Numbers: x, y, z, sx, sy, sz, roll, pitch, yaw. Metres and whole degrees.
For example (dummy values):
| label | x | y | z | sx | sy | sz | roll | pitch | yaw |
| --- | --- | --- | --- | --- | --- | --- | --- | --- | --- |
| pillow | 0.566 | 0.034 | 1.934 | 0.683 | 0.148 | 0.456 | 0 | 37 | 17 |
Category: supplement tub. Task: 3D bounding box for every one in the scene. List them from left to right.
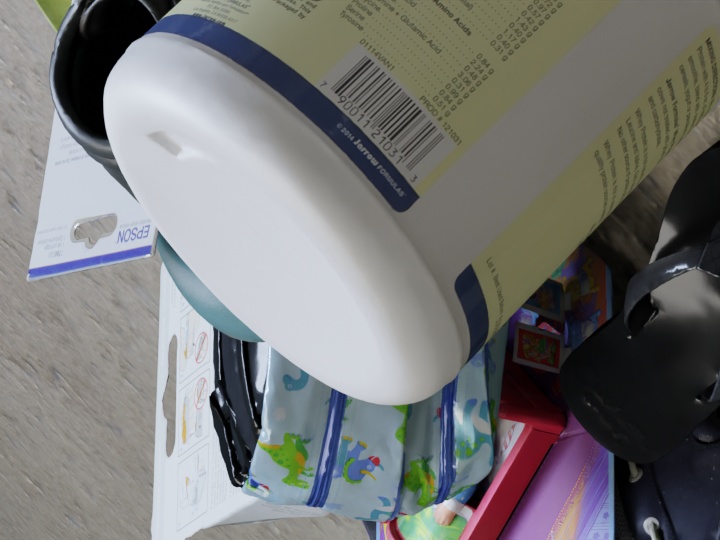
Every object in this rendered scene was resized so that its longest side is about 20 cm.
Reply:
| label | x | y | z | sx | sy | sz | roll | pitch | yaw |
| --- | --- | --- | --- | --- | --- | --- | --- | --- | --- |
| supplement tub | 0.033 | -0.071 | 0.901 | 0.145 | 0.200 | 0.145 | 40 | 161 | 17 |

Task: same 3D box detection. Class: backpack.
| label | x | y | z | sx | sy | sz | roll | pitch | yaw |
| --- | --- | --- | --- | --- | --- | --- | --- | --- | --- |
| backpack | 0.000 | 0.000 | 1.143 | 0.153 | 0.200 | 0.163 | 23 | 163 | -8 |

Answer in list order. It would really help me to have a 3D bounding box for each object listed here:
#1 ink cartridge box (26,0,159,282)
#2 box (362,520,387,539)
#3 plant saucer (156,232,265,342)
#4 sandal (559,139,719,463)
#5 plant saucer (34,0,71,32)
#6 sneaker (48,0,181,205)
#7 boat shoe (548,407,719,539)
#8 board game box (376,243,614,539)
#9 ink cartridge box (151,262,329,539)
| label | x | y | z | sx | sy | sz | roll | pitch | yaw |
| --- | --- | --- | --- | --- | --- | --- | --- | --- | --- |
| ink cartridge box | -0.076 | -0.092 | 1.091 | 0.039 | 0.201 | 0.099 | 17 | 166 | -34 |
| box | 0.093 | 0.167 | 1.284 | 0.122 | 0.106 | 0.200 | 45 | -164 | -47 |
| plant saucer | -0.032 | -0.073 | 1.076 | 0.027 | 0.201 | 0.200 | 15 | 180 | -32 |
| sandal | 0.128 | 0.021 | 1.080 | 0.076 | 0.043 | 0.200 | 42 | 144 | 12 |
| plant saucer | -0.098 | -0.125 | 1.342 | 0.200 | 0.031 | 0.200 | 42 | 160 | 19 |
| sneaker | -0.042 | -0.113 | 0.976 | 0.071 | 0.200 | 0.099 | 21 | 179 | 21 |
| boat shoe | 0.152 | 0.130 | 1.152 | 0.075 | 0.093 | 0.200 | 9 | -137 | -45 |
| board game box | 0.042 | 0.077 | 1.221 | 0.039 | 0.201 | 0.158 | 15 | 157 | -35 |
| ink cartridge box | -0.038 | 0.040 | 1.312 | 0.050 | 0.163 | 0.200 | 9 | 157 | -22 |
